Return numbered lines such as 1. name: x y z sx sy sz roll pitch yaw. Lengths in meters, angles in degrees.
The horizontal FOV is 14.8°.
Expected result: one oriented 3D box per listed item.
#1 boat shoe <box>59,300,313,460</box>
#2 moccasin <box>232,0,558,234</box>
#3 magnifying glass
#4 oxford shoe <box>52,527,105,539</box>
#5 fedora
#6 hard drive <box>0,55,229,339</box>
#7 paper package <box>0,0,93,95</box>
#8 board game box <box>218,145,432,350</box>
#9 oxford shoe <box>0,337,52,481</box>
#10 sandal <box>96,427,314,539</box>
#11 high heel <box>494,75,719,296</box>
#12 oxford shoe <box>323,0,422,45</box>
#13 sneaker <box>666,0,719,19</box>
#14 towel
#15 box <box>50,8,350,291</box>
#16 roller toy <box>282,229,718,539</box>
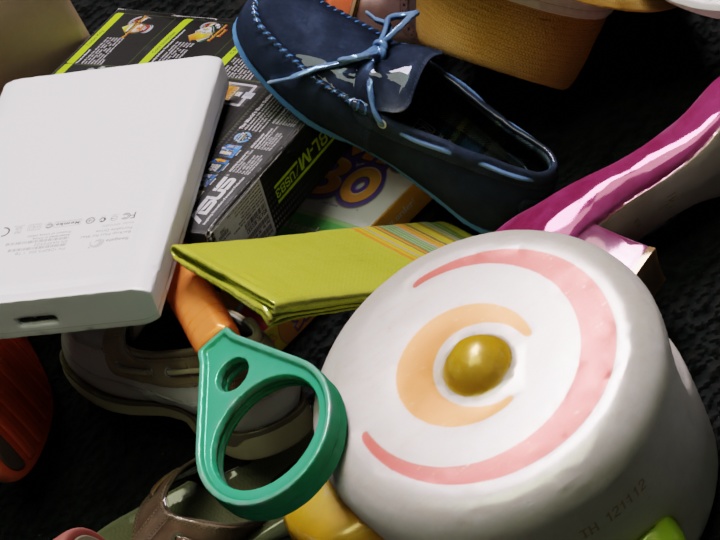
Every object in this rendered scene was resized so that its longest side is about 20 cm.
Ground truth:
1. boat shoe: -0.100 0.040 1.498 0.075 0.069 0.199 -33 31 -31
2. moccasin: 0.026 -0.101 1.511 0.199 0.068 0.081 31 55 -4
3. magnifying glass: -0.064 0.049 1.379 0.080 0.022 0.200 -41 39 7
4. oxford shoe: -0.149 0.235 1.388 0.074 0.070 0.201 -22 60 29
5. fedora: 0.086 -0.154 1.559 0.200 0.200 0.082 32 110 39
6. hard drive: -0.151 -0.040 1.479 0.131 0.026 0.201 -6 38 15
7. paper package: -0.271 -0.122 1.648 0.200 0.191 0.103 -38 49 -9
8. board game box: -0.016 -0.042 1.580 0.200 0.030 0.095 -43 48 -15
9. oxford shoe: -0.224 0.053 1.567 0.072 0.071 0.201 -27 38 11
10. sandal: -0.079 0.125 1.454 0.200 0.057 0.080 -33 47 -2
11. high heel: 0.151 -0.058 1.481 0.096 0.067 0.200 24 68 31
12. oxford shoe: 0.021 -0.199 1.673 0.072 0.071 0.201 16 49 -4
13. sneaker: 0.231 -0.152 1.495 0.199 0.115 0.074 24 90 28
14. towel: 0.000 0.000 1.455 0.086 0.199 0.018 27 113 41
15. box: -0.109 -0.074 1.569 0.192 0.048 0.200 6 40 32
16. roller toy: 0.073 0.079 1.364 0.199 0.140 0.183 2 55 27
